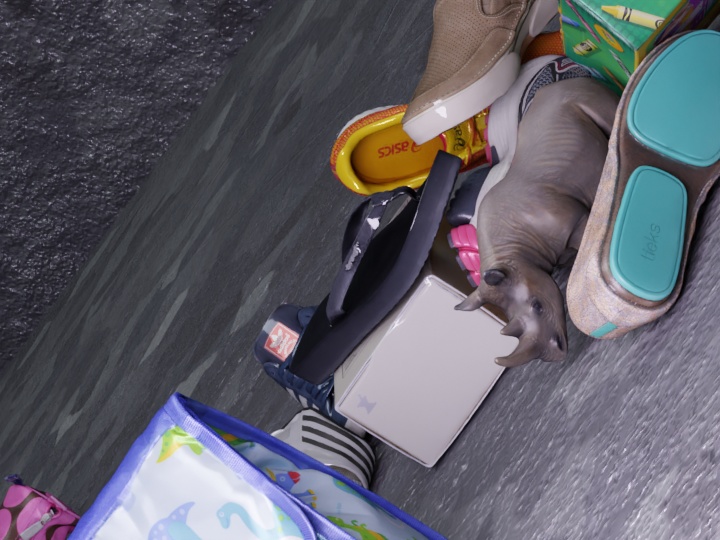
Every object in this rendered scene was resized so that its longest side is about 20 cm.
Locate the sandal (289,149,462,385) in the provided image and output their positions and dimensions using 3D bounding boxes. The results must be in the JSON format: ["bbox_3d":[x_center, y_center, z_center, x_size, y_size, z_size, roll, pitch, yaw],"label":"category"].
[{"bbox_3d":[0.000,0.001,1.617,0.200,0.043,0.076,-52,13,44],"label":"sandal"}]

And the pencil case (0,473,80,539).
[{"bbox_3d":[-0.342,0.297,2.606,0.200,0.091,0.094,-62,22,-15],"label":"pencil case"}]

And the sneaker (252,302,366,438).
[{"bbox_3d":[-0.029,0.065,1.861,0.075,0.085,0.200,-57,11,1],"label":"sneaker"}]

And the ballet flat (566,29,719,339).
[{"bbox_3d":[0.148,-0.044,1.442,0.067,0.068,0.200,-54,7,52],"label":"ballet flat"}]

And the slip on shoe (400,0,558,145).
[{"bbox_3d":[0.067,-0.143,1.683,0.076,0.061,0.200,-26,17,38],"label":"slip on shoe"}]

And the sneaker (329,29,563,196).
[{"bbox_3d":[0.078,-0.092,1.747,0.200,0.073,0.077,-26,14,4],"label":"sneaker"}]

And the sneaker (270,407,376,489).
[{"bbox_3d":[-0.076,0.149,1.762,0.200,0.076,0.115,-13,20,26],"label":"sneaker"}]

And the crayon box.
[{"bbox_3d":[0.169,-0.165,1.531,0.119,0.058,0.200,-49,-8,-1],"label":"crayon box"}]

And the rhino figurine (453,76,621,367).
[{"bbox_3d":[0.107,-0.024,1.501,0.060,0.087,0.200,-43,17,54],"label":"rhino figurine"}]

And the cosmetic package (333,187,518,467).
[{"bbox_3d":[0.038,0.031,1.689,0.105,0.071,0.200,-55,10,15],"label":"cosmetic package"}]

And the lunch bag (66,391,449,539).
[{"bbox_3d":[-0.054,0.176,1.331,0.170,0.200,0.127,-54,10,9],"label":"lunch bag"}]

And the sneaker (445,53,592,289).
[{"bbox_3d":[0.116,-0.059,1.637,0.075,0.081,0.200,-16,32,29],"label":"sneaker"}]
